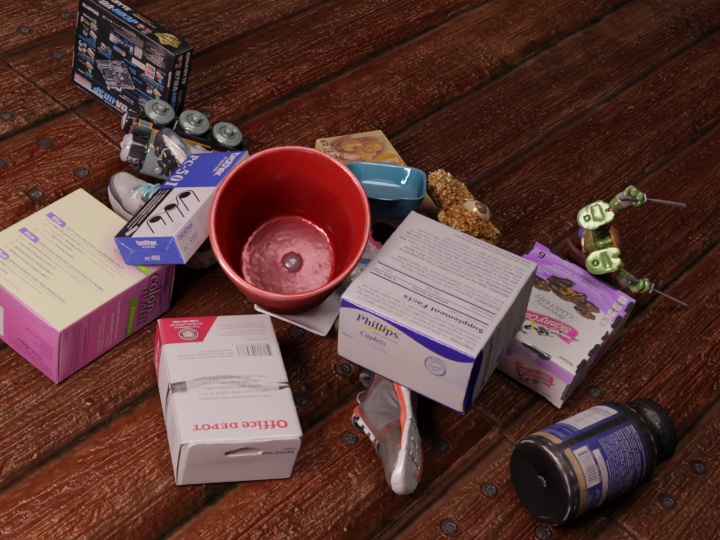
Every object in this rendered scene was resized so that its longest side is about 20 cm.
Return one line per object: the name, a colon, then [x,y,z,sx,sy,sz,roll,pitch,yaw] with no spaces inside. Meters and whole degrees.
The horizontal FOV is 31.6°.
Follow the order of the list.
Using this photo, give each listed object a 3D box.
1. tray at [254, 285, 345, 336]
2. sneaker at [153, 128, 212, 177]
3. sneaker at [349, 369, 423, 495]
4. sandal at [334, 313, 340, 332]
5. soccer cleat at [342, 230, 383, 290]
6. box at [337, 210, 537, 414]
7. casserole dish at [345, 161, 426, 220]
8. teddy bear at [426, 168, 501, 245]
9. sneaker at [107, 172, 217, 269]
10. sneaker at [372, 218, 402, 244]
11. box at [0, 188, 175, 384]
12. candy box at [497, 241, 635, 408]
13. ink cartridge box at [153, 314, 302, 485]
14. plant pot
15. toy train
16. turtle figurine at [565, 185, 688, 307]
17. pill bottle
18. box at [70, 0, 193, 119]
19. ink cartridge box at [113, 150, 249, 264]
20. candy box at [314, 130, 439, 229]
tray: [-0.065,0.015,1.750,0.107,0.022,0.200,21,41,6]
sneaker: [-0.202,-0.132,1.775,0.200,0.078,0.086,45,68,-16]
sneaker: [0.029,0.196,1.561,0.081,0.077,0.201,-11,39,9]
sandal: [0.059,0.108,1.658,0.200,0.080,0.058,15,61,7]
soccer cleat: [0.000,0.000,1.718,0.200,0.070,0.086,45,70,5]
box: [0.095,0.048,1.584,0.183,0.105,0.200,24,44,17]
casserole dish: [0.030,-0.111,1.779,0.120,0.039,0.200,7,20,0]
teddy bear: [0.151,-0.087,1.836,0.146,0.067,0.200,60,10,1]
sneaker: [-0.264,-0.091,1.746,0.199,0.087,0.078,33,45,21]
sneaker: [0.092,0.000,1.790,0.200,0.074,0.085,36,84,2]
box: [-0.366,0.015,1.601,0.175,0.097,0.200,34,45,20]
candy box: [0.257,0.071,1.749,0.167,0.072,0.200,32,44,17]
ink cartridge box: [-0.162,0.152,1.521,0.144,0.084,0.201,-1,44,-18]
plant pot: [-0.090,-0.034,1.612,0.199,0.177,0.202,1,72,-4]
toy train: [-0.251,-0.170,1.838,0.199,0.085,0.114,17,46,-18]
turtle figurine: [0.391,-0.046,1.834,0.199,0.145,0.194,24,9,21]
pill bottle: [0.289,0.226,1.557,0.199,0.112,0.112,-17,50,-32]
box: [-0.348,-0.310,1.918,0.199,0.160,0.046,34,41,21]
ink cartridge box: [-0.219,-0.082,1.616,0.093,0.044,0.200,-1,35,28]
candy box: [0.020,-0.124,1.904,0.115,0.056,0.200,-12,47,-26]
